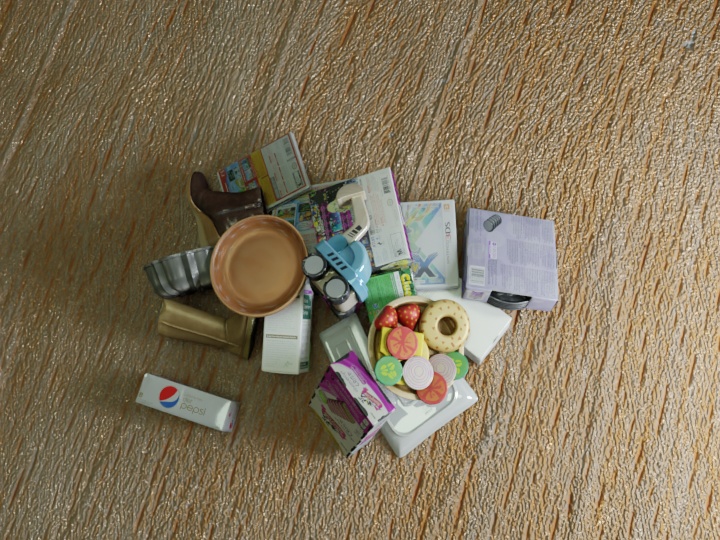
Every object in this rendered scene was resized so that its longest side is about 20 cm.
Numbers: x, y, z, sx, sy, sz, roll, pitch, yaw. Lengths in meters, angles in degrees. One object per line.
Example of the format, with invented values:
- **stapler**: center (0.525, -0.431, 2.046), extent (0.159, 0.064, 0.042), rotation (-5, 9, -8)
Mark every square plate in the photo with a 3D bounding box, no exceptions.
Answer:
- **square plate**: center (0.100, 0.234, 1.411), extent (0.199, 0.028, 0.199), rotation (-36, 74, -1)

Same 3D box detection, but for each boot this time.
- **boot**: center (-0.284, -0.148, 1.521), extent (0.165, 0.072, 0.202), rotation (-21, 70, 14)
- **boot**: center (-0.308, 0.097, 1.424), extent (0.198, 0.177, 0.066), rotation (17, 37, -1)

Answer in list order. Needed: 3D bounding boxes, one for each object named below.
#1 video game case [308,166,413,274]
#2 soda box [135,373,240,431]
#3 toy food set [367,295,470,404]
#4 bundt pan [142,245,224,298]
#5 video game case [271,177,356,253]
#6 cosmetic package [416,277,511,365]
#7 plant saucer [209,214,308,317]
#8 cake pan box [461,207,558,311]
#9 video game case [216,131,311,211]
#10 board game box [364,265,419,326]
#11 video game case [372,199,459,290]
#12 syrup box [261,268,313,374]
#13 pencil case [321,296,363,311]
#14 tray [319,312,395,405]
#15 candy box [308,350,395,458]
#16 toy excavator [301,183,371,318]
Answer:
- **video game case**: center (-0.002, -0.086, 1.393), extent (0.179, 0.036, 0.202), rotation (-17, 69, 12)
- **soda box**: center (-0.353, 0.271, 1.446), extent (0.197, 0.068, 0.064), rotation (15, 79, 11)
- **toy food set**: center (0.109, 0.145, 1.309), extent (0.197, 0.049, 0.201), rotation (9, 76, -13)
- **bundt pan**: center (-0.340, 0.006, 1.452), extent (0.199, 0.202, 0.077), rotation (-16, 88, 4)
- **video game case**: center (-0.099, -0.101, 1.484), extent (0.197, 0.024, 0.184), rotation (-7, 61, 19)
- **cosmetic package**: center (0.191, 0.082, 1.405), extent (0.200, 0.085, 0.108), rotation (40, 83, 15)
- **plant saucer**: center (-0.192, -0.007, 1.360), extent (0.197, 0.037, 0.203), rotation (-3, 75, 10)
- **cake pan box**: center (0.293, -0.021, 1.388), extent (0.181, 0.053, 0.202), rotation (6, 58, -1)
- **video game case**: center (-0.214, -0.197, 1.541), extent (0.198, 0.017, 0.145), rotation (-25, 70, 15)
- **board game box**: center (0.070, 0.098, 1.373), extent (0.103, 0.023, 0.203), rotation (-11, 105, 8)
- **video game case**: center (0.093, -0.049, 1.402), extent (0.197, 0.022, 0.185), rotation (-3, 72, 6)
- **syrup box**: center (-0.143, 0.100, 1.400), extent (0.080, 0.079, 0.203), rotation (3, 86, 11)
- **pencil case**: center (0.000, 0.000, 1.453), extent (0.093, 0.091, 0.201), rotation (38, 81, 11)
- **tray**: center (-0.012, 0.197, 1.408), extent (0.107, 0.022, 0.202), rotation (-32, 75, 29)
- **candy box**: center (-0.022, 0.258, 1.333), extent (0.061, 0.201, 0.137), rotation (-29, 70, -29)
- **toy excavator**: center (-0.024, -0.042, 1.326), extent (0.200, 0.100, 0.195), rotation (-40, 67, -10)
